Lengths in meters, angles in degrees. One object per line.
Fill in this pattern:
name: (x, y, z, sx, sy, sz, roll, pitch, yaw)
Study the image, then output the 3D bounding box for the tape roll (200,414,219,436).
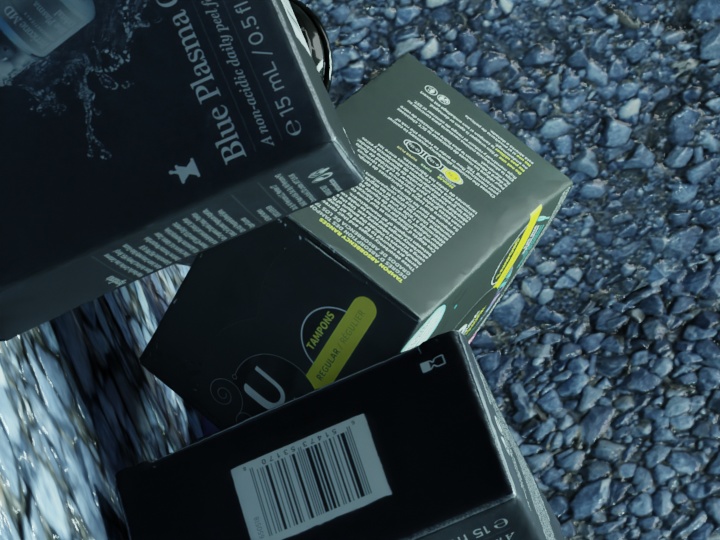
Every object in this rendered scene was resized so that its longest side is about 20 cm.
tape roll: (-0.044, 0.035, 1.670, 0.200, 0.085, 0.200, -176, -90, -76)

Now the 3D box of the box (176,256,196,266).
box: (-0.108, -0.110, 1.545, 0.101, 0.112, 0.200, -80, 180, -82)

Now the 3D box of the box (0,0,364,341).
box: (-0.130, -0.098, 1.211, 0.117, 0.200, 0.197, 42, 25, -81)

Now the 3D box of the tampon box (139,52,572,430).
tampon box: (0.000, 0.000, 1.464, 0.126, 0.150, 0.200, 38, 38, 9)

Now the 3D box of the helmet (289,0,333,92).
helmet: (-0.128, -0.122, 1.400, 0.191, 0.200, 0.200, 34, -3, 13)

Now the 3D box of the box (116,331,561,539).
box: (0.006, 0.164, 1.375, 0.200, 0.197, 0.117, 61, 7, -49)
